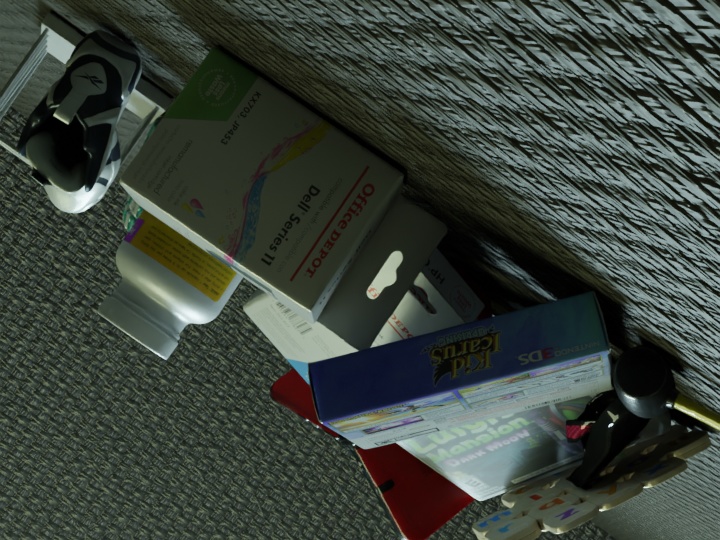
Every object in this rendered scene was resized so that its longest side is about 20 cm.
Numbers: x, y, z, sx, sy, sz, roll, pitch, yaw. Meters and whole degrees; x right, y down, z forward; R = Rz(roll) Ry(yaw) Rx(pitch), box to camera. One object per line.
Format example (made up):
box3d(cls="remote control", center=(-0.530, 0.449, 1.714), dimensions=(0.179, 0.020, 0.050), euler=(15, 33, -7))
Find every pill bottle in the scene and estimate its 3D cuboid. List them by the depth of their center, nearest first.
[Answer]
box3d(cls="pill bottle", center=(-0.140, -0.028, 1.372), dimensions=(0.104, 0.201, 0.104), euler=(33, 174, 4))

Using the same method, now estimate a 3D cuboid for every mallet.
box3d(cls="mallet", center=(0.263, 0.115, 1.098), dimensions=(0.199, 0.041, 0.066), euler=(29, 172, 14))

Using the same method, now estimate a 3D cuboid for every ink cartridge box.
box3d(cls="ink cartridge box", center=(-0.049, -0.046, 1.098), dimensions=(0.199, 0.118, 0.067), euler=(33, 172, 6))
box3d(cls="ink cartridge box", center=(0.012, 0.022, 1.236), dimensions=(0.115, 0.068, 0.199), euler=(49, 142, -11))

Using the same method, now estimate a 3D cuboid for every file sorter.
box3d(cls="file sorter", center=(-0.283, -0.151, 1.574), dimensions=(0.138, 0.125, 0.200), euler=(35, 175, -10))

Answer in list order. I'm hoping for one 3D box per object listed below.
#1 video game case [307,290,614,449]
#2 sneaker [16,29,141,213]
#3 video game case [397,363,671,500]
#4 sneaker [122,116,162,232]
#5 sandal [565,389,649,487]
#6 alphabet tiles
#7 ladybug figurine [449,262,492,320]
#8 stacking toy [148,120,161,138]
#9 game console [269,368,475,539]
box3d(cls="video game case", center=(0.077, 0.074, 1.133), dimensions=(0.181, 0.198, 0.046), euler=(50, -154, -75))
box3d(cls="sneaker", center=(-0.254, -0.096, 1.376), dimensions=(0.079, 0.130, 0.199), euler=(32, 135, -4))
box3d(cls="video game case", center=(0.125, 0.118, 1.325), dimensions=(0.199, 0.024, 0.182), euler=(-25, 134, 31))
box3d(cls="sneaker", center=(-0.185, -0.087, 1.634), dimensions=(0.091, 0.078, 0.201), euler=(24, -151, -13))
box3d(cls="sandal", center=(0.191, 0.113, 1.247), dimensions=(0.045, 0.075, 0.200), euler=(44, 162, 17))
box3d(cls="alphabet tiles", center=(0.189, 0.179, 1.325), dimensions=(0.015, 0.199, 0.196), euler=(65, 172, -3))
box3d(cls="ladybug figurine", center=(0.047, 0.042, 1.356), dimensions=(0.136, 0.072, 0.200), euler=(48, 152, -14))
box3d(cls="stacking toy", center=(-0.099, -0.073, 1.467), dimensions=(0.199, 0.086, 0.085), euler=(25, 172, 19))
box3d(cls="game console", center=(0.049, 0.129, 1.479), dimensions=(0.118, 0.199, 0.173), euler=(-14, 107, 59))
